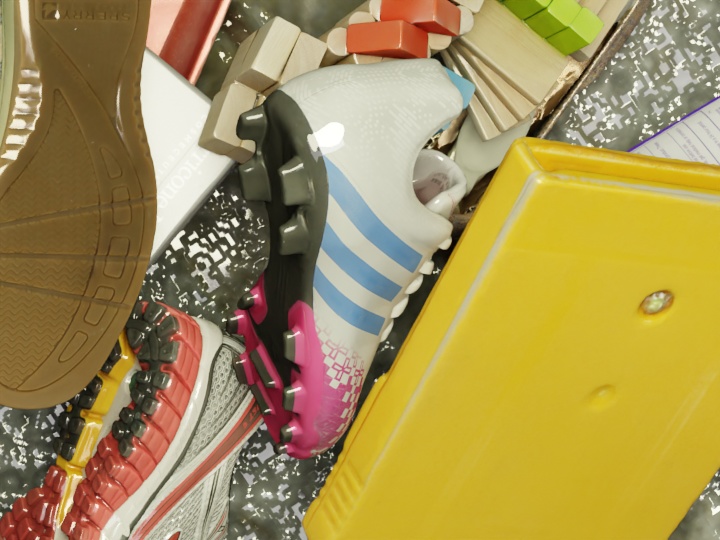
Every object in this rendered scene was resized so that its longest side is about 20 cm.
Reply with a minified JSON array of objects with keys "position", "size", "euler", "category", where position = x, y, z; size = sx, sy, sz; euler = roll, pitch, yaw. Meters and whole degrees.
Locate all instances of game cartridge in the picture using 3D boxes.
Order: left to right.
[{"position":[0.090,0.041,0.980],"size":[0.176,0.032,0.200],"euler":[6,128,-33],"category":"game cartridge"}]

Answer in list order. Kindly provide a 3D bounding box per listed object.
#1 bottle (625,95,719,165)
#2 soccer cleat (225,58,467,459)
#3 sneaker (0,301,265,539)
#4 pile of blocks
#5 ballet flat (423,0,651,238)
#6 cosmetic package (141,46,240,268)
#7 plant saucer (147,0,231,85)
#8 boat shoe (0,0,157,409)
[{"position":[0.134,-0.015,1.034],"size":[0.200,0.065,0.084],"euler":[-32,61,-2],"category":"bottle"},{"position":[0.000,0.000,0.927],"size":[0.086,0.200,0.070],"euler":[-18,55,-19],"category":"soccer cleat"},{"position":[-0.096,0.112,1.021],"size":[0.082,0.078,0.200],"euler":[18,110,-38],"category":"sneaker"},{"position":[0.035,-0.087,0.941],"size":[0.200,0.062,0.082],"euler":[-30,93,-19],"category":"pile of blocks"},{"position":[0.079,-0.098,1.031],"size":[0.068,0.067,0.200],"euler":[29,90,-5],"category":"ballet flat"},{"position":[-0.150,-0.074,0.971],"size":[0.200,0.090,0.107],"euler":[38,86,-3],"category":"cosmetic package"},{"position":[-0.158,-0.125,1.027],"size":[0.200,0.037,0.200],"euler":[23,91,-6],"category":"plant saucer"},{"position":[-0.118,-0.049,0.910],"size":[0.073,0.063,0.200],"euler":[7,92,-33],"category":"boat shoe"}]
